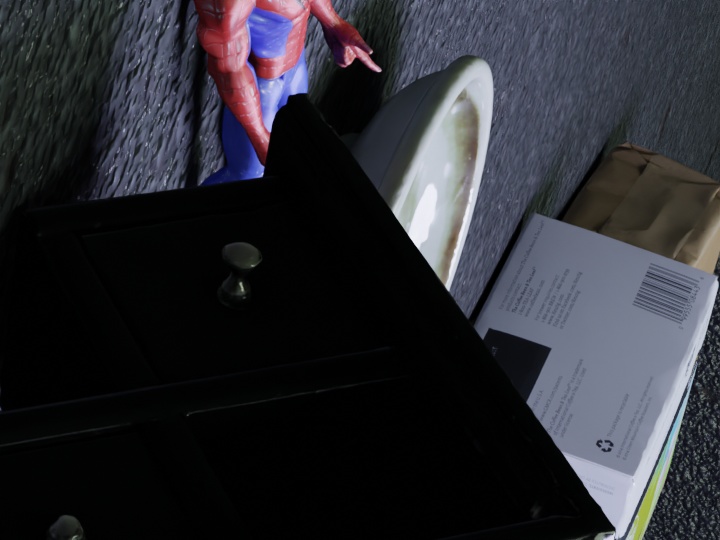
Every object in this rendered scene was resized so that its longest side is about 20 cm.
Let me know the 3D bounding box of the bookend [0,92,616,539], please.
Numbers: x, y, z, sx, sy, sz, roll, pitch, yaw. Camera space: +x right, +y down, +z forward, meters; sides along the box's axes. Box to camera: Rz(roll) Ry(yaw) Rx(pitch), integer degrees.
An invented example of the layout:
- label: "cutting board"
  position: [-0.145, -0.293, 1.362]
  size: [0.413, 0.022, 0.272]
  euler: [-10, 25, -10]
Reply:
- label: "bookend"
  position: [-0.068, 0.055, 0.795]
  size: [0.200, 0.197, 0.093]
  euler: [-124, -145, -43]

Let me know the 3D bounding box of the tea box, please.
- label: "tea box"
  position: [0.121, 0.113, 1.821]
  size: [0.200, 0.133, 0.198]
  euler: [-60, 166, -45]

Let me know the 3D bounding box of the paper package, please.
- label: "paper package"
  position: [0.179, 0.041, 2.081]
  size: [0.191, 0.103, 0.201]
  euler: [-49, 156, -61]

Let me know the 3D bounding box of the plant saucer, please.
- label: "plant saucer"
  position: [0.000, 0.000, 1.227]
  size: [0.200, 0.050, 0.201]
  euler: [19, 90, -79]

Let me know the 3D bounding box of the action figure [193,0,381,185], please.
- label: "action figure"
  position: [-0.029, -0.064, 0.980]
  size: [0.201, 0.051, 0.066]
  euler: [91, 25, -53]
